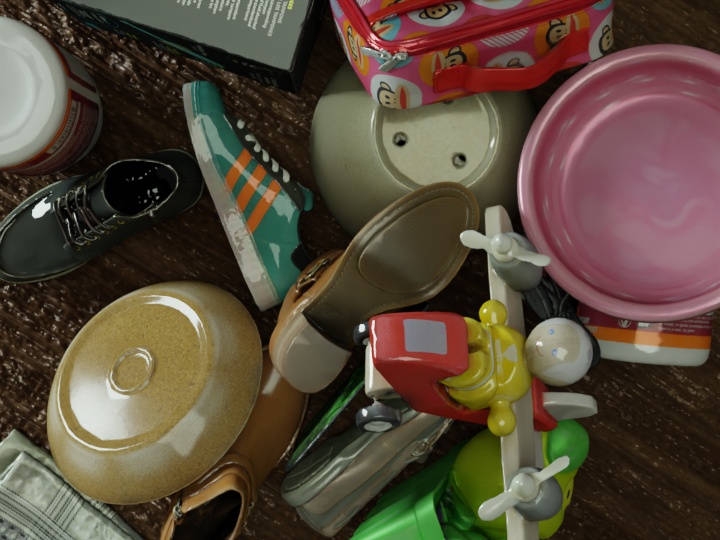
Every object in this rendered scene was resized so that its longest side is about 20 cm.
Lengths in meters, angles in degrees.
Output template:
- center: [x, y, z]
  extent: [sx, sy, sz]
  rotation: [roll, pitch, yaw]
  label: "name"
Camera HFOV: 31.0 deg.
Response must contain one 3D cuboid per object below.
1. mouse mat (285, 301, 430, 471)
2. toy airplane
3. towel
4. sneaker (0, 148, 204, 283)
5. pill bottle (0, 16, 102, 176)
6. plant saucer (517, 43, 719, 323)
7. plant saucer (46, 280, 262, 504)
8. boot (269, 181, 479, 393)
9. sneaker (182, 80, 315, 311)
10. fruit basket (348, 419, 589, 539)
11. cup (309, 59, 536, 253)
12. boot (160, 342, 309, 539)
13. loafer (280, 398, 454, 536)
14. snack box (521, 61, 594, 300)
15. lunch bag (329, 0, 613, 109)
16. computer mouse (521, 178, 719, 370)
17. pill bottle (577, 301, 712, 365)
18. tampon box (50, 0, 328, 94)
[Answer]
- center: [-0.002, 0.085, 1.025]
  extent: [0.008, 0.200, 0.161]
  rotation: [41, 90, -1]
  label: "mouse mat"
- center: [0.105, 0.075, 0.887]
  extent: [0.141, 0.199, 0.201]
  rotation: [-24, 102, 39]
  label: "toy airplane"
- center: [-0.287, 0.268, 1.108]
  extent: [0.200, 0.035, 0.193]
  rotation: [40, 91, -1]
  label: "towel"
- center: [-0.230, -0.048, 1.064]
  extent: [0.199, 0.106, 0.075]
  rotation: [-26, 91, 5]
  label: "sneaker"
- center: [-0.265, -0.130, 1.017]
  extent: [0.109, 0.200, 0.111]
  rotation: [0, 91, -1]
  label: "pill bottle"
- center: [0.215, -0.060, 0.938]
  extent: [0.199, 0.051, 0.202]
  rotation: [-3, 79, 16]
  label: "plant saucer"
- center: [-0.176, 0.087, 1.046]
  extent: [0.199, 0.035, 0.201]
  rotation: [-12, 56, 18]
  label: "plant saucer"
- center: [0.000, 0.000, 1.005]
  extent: [0.200, 0.155, 0.074]
  rotation: [-44, 102, 2]
  label: "boot"
- center: [-0.085, -0.071, 1.089]
  extent: [0.079, 0.071, 0.201]
  rotation: [-22, 99, -1]
  label: "sneaker"
- center: [0.102, 0.201, 1.028]
  extent: [0.214, 0.216, 0.157]
  rotation: [-21, 91, 0]
  label: "fruit basket"
- center: [0.056, -0.107, 1.051]
  extent: [0.199, 0.143, 0.202]
  rotation: [0, 91, 0]
  label: "cup"
- center: [-0.103, 0.154, 1.046]
  extent: [0.076, 0.155, 0.201]
  rotation: [35, 91, -3]
  label: "boot"
- center: [0.026, 0.148, 1.098]
  extent: [0.200, 0.072, 0.063]
  rotation: [-37, 104, 7]
  label: "loafer"
- center: [0.164, -0.073, 1.088]
  extent: [0.024, 0.072, 0.201]
  rotation: [17, 91, -2]
  label: "snack box"
- center: [0.084, -0.191, 0.962]
  extent: [0.199, 0.177, 0.082]
  rotation: [-17, 135, -9]
  label: "lunch bag"
- center: [0.216, -0.019, 0.981]
  extent: [0.199, 0.044, 0.110]
  rotation: [-35, 71, 9]
  label: "computer mouse"
- center: [0.238, -0.028, 1.063]
  extent: [0.109, 0.110, 0.202]
  rotation: [5, 91, -1]
  label: "pill bottle"
- center: [-0.127, -0.238, 1.043]
  extent: [0.199, 0.150, 0.127]
  rotation: [18, 91, -1]
  label: "tampon box"
